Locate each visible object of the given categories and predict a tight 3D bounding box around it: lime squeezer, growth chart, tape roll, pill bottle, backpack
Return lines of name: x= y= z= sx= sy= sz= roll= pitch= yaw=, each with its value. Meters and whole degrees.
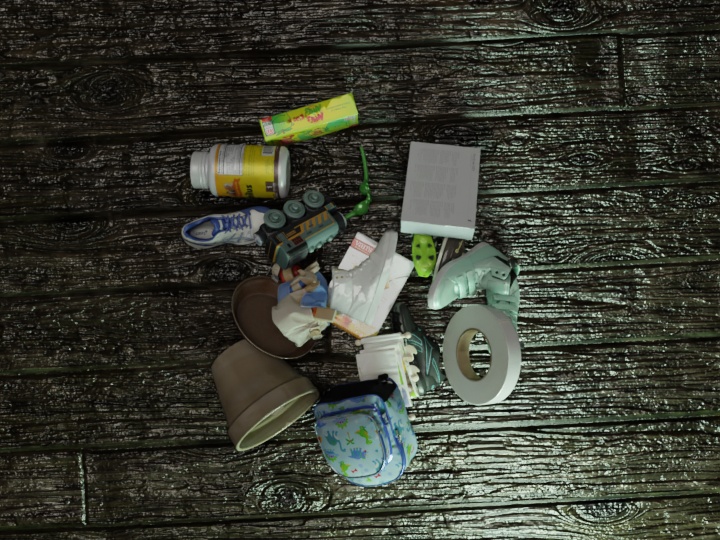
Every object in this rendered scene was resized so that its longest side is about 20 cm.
lime squeezer: x=-0.005 y=-0.164 z=1.507 sx=0.070 sy=0.038 sz=0.201 roll=22 pitch=89 yaw=32
growth chart: x=0.057 y=0.226 z=1.457 sx=0.144 sy=0.018 sz=0.201 roll=-2 pitch=100 yaw=21
tape roll: x=0.243 y=0.170 z=1.415 sx=0.037 sy=0.202 sz=0.204 roll=1 pitch=88 yaw=-32
pill bottle: x=-0.251 y=-0.209 z=1.466 sx=0.199 sy=0.109 sz=0.110 roll=2 pitch=88 yaw=1
backpack: x=0.009 y=0.339 z=1.414 sx=0.182 sy=0.147 sz=0.201 roll=-16 pitch=104 yaw=29

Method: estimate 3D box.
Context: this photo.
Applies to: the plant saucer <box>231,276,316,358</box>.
plant saucer: x=-0.182 y=0.103 z=1.441 sx=0.200 sy=0.200 sz=0.037 roll=44 pitch=128 yaw=1

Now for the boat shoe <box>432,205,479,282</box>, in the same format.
boat shoe: x=0.200 y=-0.052 z=1.478 sx=0.060 sy=0.072 sz=0.202 roll=16 pitch=86 yaw=5

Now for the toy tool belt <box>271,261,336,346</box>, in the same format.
toy tool belt: x=-0.104 y=0.048 z=1.422 sx=0.122 sy=0.201 sz=0.125 roll=-26 pitch=133 yaw=19

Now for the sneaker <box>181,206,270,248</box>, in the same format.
sneaker: x=-0.279 y=-0.088 z=1.474 sx=0.199 sy=0.088 sz=0.076 roll=-16 pitch=87 yaw=-2

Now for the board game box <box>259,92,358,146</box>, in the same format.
board game box: x=-0.106 y=-0.313 z=1.472 sx=0.199 sy=0.102 sz=0.048 roll=-17 pitch=90 yaw=0

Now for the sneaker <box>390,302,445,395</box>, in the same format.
sneaker: x=0.121 y=0.160 z=1.482 sx=0.079 sy=0.075 sz=0.201 roll=-18 pitch=95 yaw=-13

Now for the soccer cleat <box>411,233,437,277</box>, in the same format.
soccer cleat: x=0.136 y=-0.083 z=1.485 sx=0.067 sy=0.081 sz=0.201 roll=5 pitch=67 yaw=3

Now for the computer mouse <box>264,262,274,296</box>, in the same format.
computer mouse: x=-0.192 y=-0.020 z=1.499 sx=0.058 sy=0.034 sz=0.201 roll=23 pitch=89 yaw=0

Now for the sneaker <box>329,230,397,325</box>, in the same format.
sneaker: x=0.000 y=0.000 z=1.438 sx=0.115 sy=0.074 sz=0.201 roll=19 pitch=89 yaw=-1

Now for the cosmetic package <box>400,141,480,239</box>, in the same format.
cosmetic package: x=0.168 y=-0.168 z=1.451 sx=0.150 sy=0.052 sz=0.201 roll=6 pitch=64 yaw=7

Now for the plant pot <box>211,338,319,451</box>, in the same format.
plant pot: x=-0.214 y=0.240 z=1.427 sx=0.200 sy=0.200 sz=0.174 roll=-38 pitch=73 yaw=-1

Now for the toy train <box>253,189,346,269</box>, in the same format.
toy train: x=-0.121 y=-0.085 z=1.439 sx=0.200 sy=0.085 sz=0.114 roll=-31 pitch=72 yaw=-32

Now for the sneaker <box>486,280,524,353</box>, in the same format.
sneaker: x=0.305 y=0.085 z=1.450 sx=0.073 sy=0.118 sz=0.202 roll=1 pitch=89 yaw=0

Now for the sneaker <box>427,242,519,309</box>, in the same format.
sneaker: x=0.233 y=0.024 z=1.407 sx=0.200 sy=0.074 sz=0.118 roll=-38 pitch=47 yaw=-24

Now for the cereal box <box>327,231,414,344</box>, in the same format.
cereal box: x=0.009 y=0.038 z=1.492 sx=0.143 sy=0.040 sz=0.201 roll=28 pitch=89 yaw=2
